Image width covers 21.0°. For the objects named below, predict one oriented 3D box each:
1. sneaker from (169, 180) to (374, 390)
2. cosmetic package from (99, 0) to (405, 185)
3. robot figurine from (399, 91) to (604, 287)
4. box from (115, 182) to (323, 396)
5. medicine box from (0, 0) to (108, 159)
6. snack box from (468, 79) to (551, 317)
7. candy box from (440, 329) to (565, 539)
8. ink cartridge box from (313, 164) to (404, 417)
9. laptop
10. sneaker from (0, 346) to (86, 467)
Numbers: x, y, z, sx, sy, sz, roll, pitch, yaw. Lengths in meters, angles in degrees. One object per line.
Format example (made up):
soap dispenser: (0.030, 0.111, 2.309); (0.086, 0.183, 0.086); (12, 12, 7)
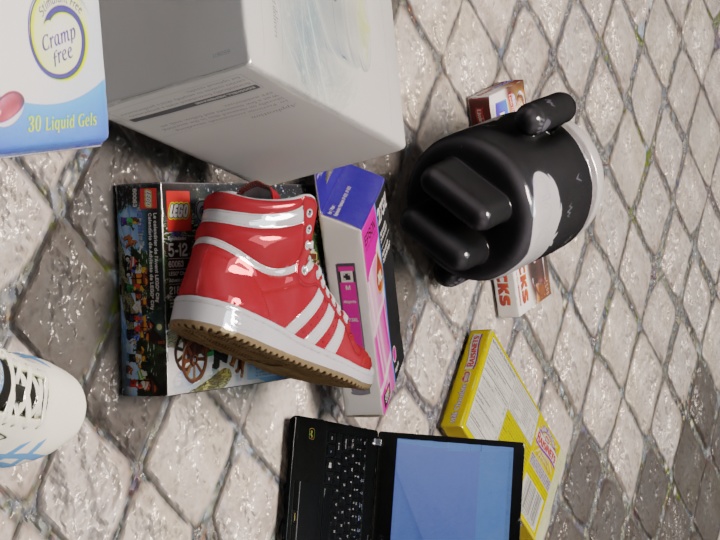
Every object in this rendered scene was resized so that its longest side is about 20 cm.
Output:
sneaker: (-0.045, 0.010, 1.287); (0.200, 0.071, 0.113); (28, 69, -55)
cosmetic package: (-0.074, -0.180, 1.235); (0.200, 0.123, 0.200); (22, 59, -60)
robot figurine: (0.116, -0.064, 1.593); (0.200, 0.150, 0.125); (-24, 96, -52)
box: (-0.090, 0.009, 1.318); (0.200, 0.038, 0.137); (-4, 93, -60)
medicine box: (-0.230, -0.156, 1.011); (0.182, 0.103, 0.201); (-15, 103, -60)
snack box: (0.133, -0.064, 1.727); (0.072, 0.024, 0.201); (-30, 115, -55)
candy box: (0.128, 0.151, 1.712); (0.200, 0.026, 0.102); (58, 40, -43)
ink cartridge box: (0.000, 0.000, 1.439); (0.095, 0.037, 0.201); (-67, 151, -61)
laptop: (0.032, 0.207, 1.463); (0.200, 0.103, 0.178); (19, 72, -59)
sneaker: (-0.209, 0.070, 1.074); (0.200, 0.072, 0.072); (21, 69, -60)
